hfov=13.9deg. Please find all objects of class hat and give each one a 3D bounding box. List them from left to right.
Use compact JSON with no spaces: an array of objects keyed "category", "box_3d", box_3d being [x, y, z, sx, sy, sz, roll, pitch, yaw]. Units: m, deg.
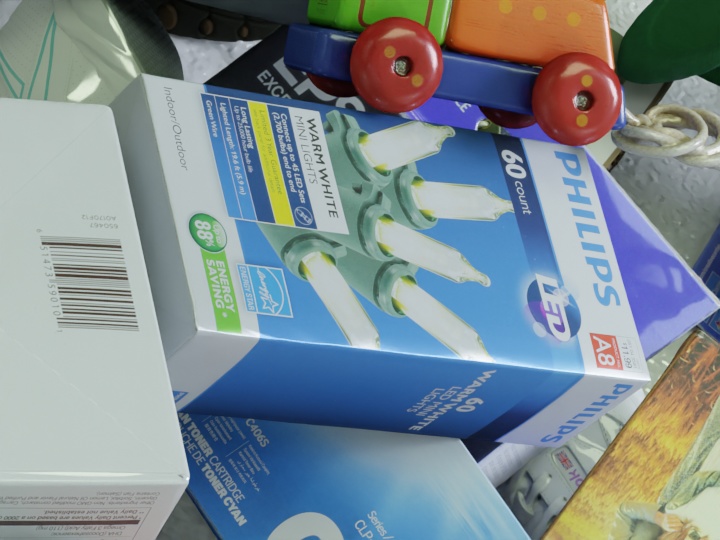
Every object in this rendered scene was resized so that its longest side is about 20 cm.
[{"category":"hat","box_3d":[0.240,-0.073,1.301,0.176,0.200,0.166,56,7,-17]}]

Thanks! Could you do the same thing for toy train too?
[{"category":"toy train","box_3d":[0.079,-0.106,1.099,0.199,0.085,0.116,9,96,-17]}]

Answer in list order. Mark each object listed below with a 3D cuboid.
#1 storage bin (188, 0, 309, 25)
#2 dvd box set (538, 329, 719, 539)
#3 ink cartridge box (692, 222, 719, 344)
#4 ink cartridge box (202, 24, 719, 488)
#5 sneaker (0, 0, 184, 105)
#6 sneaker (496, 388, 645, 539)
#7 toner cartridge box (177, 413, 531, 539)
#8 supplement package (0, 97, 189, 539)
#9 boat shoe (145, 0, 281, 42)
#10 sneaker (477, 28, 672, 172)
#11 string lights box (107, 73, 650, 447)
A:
[{"category":"storage bin","box_3d":[-0.051,-0.179,1.156,0.199,0.146,0.135,12,38,-16]},{"category":"dvd box set","box_3d":[0.126,0.143,1.123,0.146,0.029,0.200,38,76,6]},{"category":"ink cartridge box","box_3d":[0.247,0.031,1.330,0.200,0.042,0.119,34,46,4]},{"category":"ink cartridge box","box_3d":[0.006,-0.004,1.170,0.200,0.043,0.198,-37,72,-9]},{"category":"sneaker","box_3d":[-0.093,-0.034,1.130,0.070,0.080,0.201,42,16,-48]},{"category":"sneaker","box_3d":[0.087,0.086,1.180,0.200,0.075,0.100,40,47,7]},{"category":"toner cartridge box","box_3d":[0.009,0.106,1.089,0.095,0.043,0.200,-34,74,-8]},{"category":"supplement package","box_3d":[-0.168,0.059,0.988,0.150,0.200,0.152,3,53,-24]},{"category":"boat shoe","box_3d":[-0.112,-0.168,1.285,0.199,0.076,0.074,23,44,-9]},{"category":"sneaker","box_3d":[0.062,-0.057,1.290,0.090,0.067,0.200,36,41,4]},{"category":"string lights box","box_3d":[0.000,0.000,1.052,0.199,0.059,0.103,7,57,-36]}]
